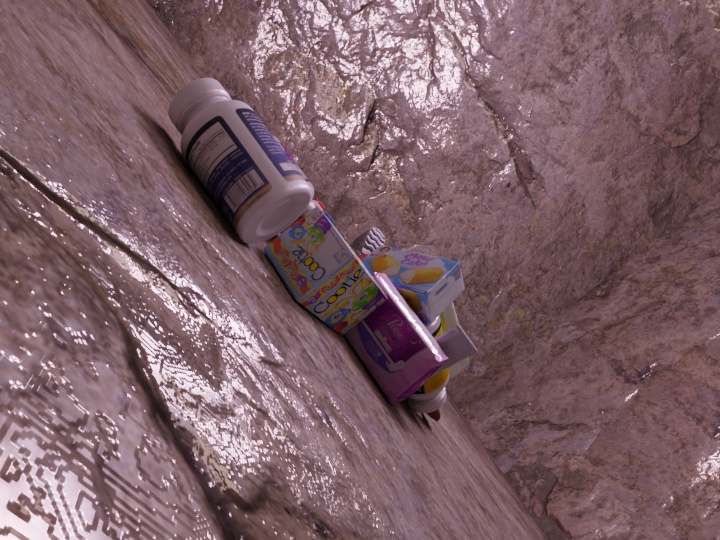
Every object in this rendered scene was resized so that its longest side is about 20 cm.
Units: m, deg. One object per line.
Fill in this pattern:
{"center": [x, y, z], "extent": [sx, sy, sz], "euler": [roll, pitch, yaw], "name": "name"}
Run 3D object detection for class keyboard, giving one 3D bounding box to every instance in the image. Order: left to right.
{"center": [0.115, 0.164, 0.999], "extent": [0.056, 0.199, 0.011], "euler": [50, 34, -5], "name": "keyboard"}

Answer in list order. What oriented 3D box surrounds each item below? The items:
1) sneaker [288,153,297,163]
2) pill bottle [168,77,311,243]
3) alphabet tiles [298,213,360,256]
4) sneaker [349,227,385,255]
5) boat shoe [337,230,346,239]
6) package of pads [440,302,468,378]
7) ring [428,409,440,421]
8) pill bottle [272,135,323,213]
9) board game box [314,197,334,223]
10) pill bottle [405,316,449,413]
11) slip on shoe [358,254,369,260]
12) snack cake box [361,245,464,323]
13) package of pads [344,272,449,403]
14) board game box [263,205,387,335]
{"center": [-0.208, -0.279, 1.412], "extent": [0.075, 0.088, 0.200], "euler": [59, 5, 25], "name": "sneaker"}
{"center": [-0.160, -0.145, 0.723], "extent": [0.201, 0.111, 0.111], "euler": [54, 2, 10], "name": "pill bottle"}
{"center": [-0.086, -0.065, 1.018], "extent": [0.166, 0.008, 0.200], "euler": [31, -11, -10], "name": "alphabet tiles"}
{"center": [-0.014, -0.006, 1.267], "extent": [0.075, 0.201, 0.082], "euler": [47, -35, -20], "name": "sneaker"}
{"center": [-0.098, -0.075, 1.369], "extent": [0.201, 0.075, 0.087], "euler": [28, -29, 36], "name": "boat shoe"}
{"center": [0.139, 0.109, 1.184], "extent": [0.154, 0.068, 0.202], "euler": [22, -45, 55], "name": "package of pads"}
{"center": [0.125, 0.248, 1.271], "extent": [0.201, 0.019, 0.201], "euler": [56, -12, 19], "name": "ring"}
{"center": [-0.170, -0.182, 1.215], "extent": [0.201, 0.112, 0.112], "euler": [54, 2, 8], "name": "pill bottle"}
{"center": [-0.146, -0.177, 1.396], "extent": [0.198, 0.039, 0.158], "euler": [28, -10, -21], "name": "board game box"}
{"center": [0.112, 0.171, 1.084], "extent": [0.113, 0.111, 0.202], "euler": [-125, -161, -62], "name": "pill bottle"}
{"center": [0.000, 0.000, 1.186], "extent": [0.061, 0.198, 0.075], "euler": [-7, -86, 57], "name": "slip on shoe"}
{"center": [0.084, 0.021, 1.077], "extent": [0.198, 0.115, 0.068], "euler": [14, -47, 42], "name": "snack cake box"}
{"center": [0.048, 0.113, 0.967], "extent": [0.201, 0.120, 0.075], "euler": [53, 14, 21], "name": "package of pads"}
{"center": [-0.047, 0.008, 0.870], "extent": [0.105, 0.103, 0.200], "euler": [53, 1, 26], "name": "board game box"}
